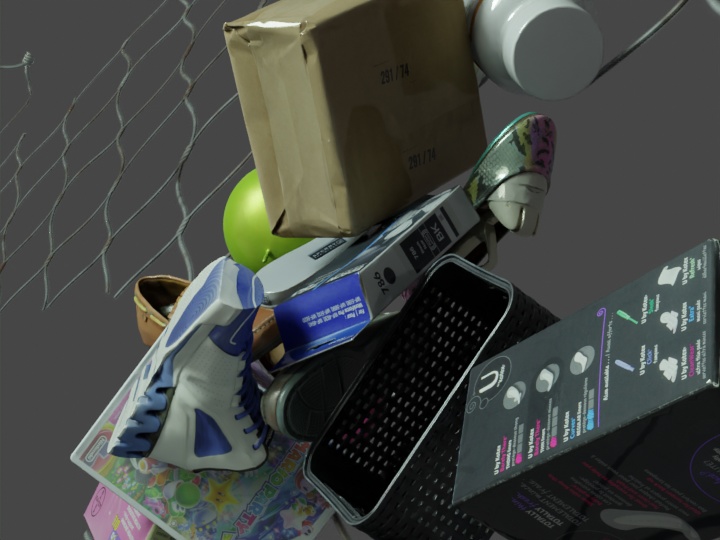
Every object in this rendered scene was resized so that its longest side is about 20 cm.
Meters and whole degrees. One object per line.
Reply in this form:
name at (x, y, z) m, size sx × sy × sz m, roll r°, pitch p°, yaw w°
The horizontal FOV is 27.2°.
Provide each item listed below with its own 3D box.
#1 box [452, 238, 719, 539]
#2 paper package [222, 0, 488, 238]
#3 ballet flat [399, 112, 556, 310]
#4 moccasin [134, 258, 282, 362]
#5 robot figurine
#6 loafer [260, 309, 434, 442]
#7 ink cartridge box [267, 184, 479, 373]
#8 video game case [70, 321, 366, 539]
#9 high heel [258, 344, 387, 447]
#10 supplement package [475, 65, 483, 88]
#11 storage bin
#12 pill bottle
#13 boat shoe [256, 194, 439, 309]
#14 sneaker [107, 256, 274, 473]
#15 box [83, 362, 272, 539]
box at (0.167, 0.089, 0.869) m, size 0.200 × 0.122 × 0.106 m, roll -32°, pitch 33°, yaw 40°
paper package at (0.001, -0.145, 1.246) m, size 0.103 × 0.192 × 0.200 m, roll 8°, pitch 29°, yaw 39°
ballet flat at (0.103, -0.036, 1.223) m, size 0.200 × 0.069 × 0.071 m, roll -49°, pitch 43°, yaw 23°
moccasin at (-0.132, 0.035, 1.273) m, size 0.073 × 0.078 × 0.201 m, roll -30°, pitch 23°, yaw -25°
robot figurine at (-0.066, -0.041, 1.403) m, size 0.200 × 0.115 × 0.176 m, roll 15°, pitch -92°, yaw -84°
loafer at (-0.018, 0.080, 1.177) m, size 0.063 × 0.072 × 0.200 m, roll 10°, pitch 22°, yaw 35°
ink cartridge box at (0.005, 0.004, 1.143) m, size 0.099 × 0.039 × 0.200 m, roll -23°, pitch 13°, yaw 41°
video game case at (-0.115, 0.157, 1.212) m, size 0.143 × 0.200 × 0.018 m, roll -53°, pitch 3°, yaw 5°
high heel at (-0.046, 0.091, 1.282) m, size 0.068 × 0.096 × 0.200 m, roll -56°, pitch 24°, yaw -3°
supplement package at (0.043, -0.258, 1.486) m, size 0.150 × 0.152 × 0.201 m, roll -13°, pitch 47°, yaw 55°
storage bin at (0.064, 0.103, 1.074) m, size 0.200 × 0.094 × 0.135 m, roll -57°, pitch 25°, yaw -1°
pill bottle at (0.143, -0.219, 1.309) m, size 0.111 × 0.111 × 0.200 m, roll -50°, pitch 25°, yaw 12°
boat shoe at (0.000, 0.000, 1.313) m, size 0.199 × 0.070 × 0.071 m, roll -29°, pitch 33°, yaw -22°
sneaker at (-0.105, 0.087, 1.146) m, size 0.200 × 0.115 × 0.081 m, roll -55°, pitch 17°, yaw 33°
box at (-0.149, 0.180, 1.323) m, size 0.201 × 0.096 × 0.176 m, roll -62°, pitch 24°, yaw 4°
